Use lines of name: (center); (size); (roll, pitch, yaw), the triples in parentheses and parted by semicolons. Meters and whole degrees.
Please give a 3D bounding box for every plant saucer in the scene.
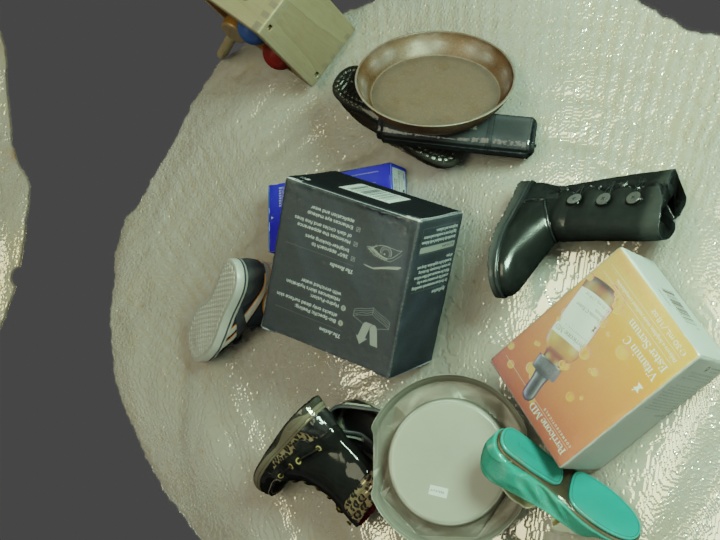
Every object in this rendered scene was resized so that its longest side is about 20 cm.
plant saucer: (0.092, -0.227, 1.537); (0.200, 0.200, 0.035); (35, 145, 33)

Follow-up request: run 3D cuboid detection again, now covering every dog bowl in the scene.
dog bowl: (0.105, 0.225, 1.459); (0.198, 0.059, 0.203); (-2, 81, 10)

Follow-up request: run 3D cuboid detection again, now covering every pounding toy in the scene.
pounding toy: (-0.139, -0.346, 1.701); (0.200, 0.184, 0.143); (39, 91, 32)

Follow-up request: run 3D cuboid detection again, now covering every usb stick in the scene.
usb stick: (0.119, -0.172, 1.530); (0.198, 0.033, 0.056); (8, 71, 12)

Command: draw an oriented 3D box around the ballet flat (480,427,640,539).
ballet flat: (0.217, 0.249, 1.388); (0.199, 0.068, 0.071); (35, 133, -3)

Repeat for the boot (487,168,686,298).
boot: (0.255, -0.040, 1.411); (0.198, 0.066, 0.166); (2, 56, 32)

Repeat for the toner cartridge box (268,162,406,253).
toner cartridge box: (-0.032, -0.078, 1.650); (0.198, 0.043, 0.096); (-7, 77, 32)

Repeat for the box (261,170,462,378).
box: (0.000, 0.000, 1.535); (0.195, 0.117, 0.202); (20, 107, 28)

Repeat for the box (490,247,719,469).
box: (0.274, 0.101, 1.376); (0.200, 0.106, 0.153); (-43, 61, 20)

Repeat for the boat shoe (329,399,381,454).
boat shoe: (0.042, 0.212, 1.538); (0.199, 0.062, 0.073); (21, 93, 34)

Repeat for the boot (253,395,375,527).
boot: (-0.048, 0.264, 1.574); (0.150, 0.073, 0.201); (42, 133, 11)

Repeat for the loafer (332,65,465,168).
loafer: (0.055, -0.194, 1.603); (0.199, 0.071, 0.073); (37, 82, 18)

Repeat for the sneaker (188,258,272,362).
sneaker: (-0.172, 0.059, 1.707); (0.200, 0.079, 0.079); (-53, 48, 44)
